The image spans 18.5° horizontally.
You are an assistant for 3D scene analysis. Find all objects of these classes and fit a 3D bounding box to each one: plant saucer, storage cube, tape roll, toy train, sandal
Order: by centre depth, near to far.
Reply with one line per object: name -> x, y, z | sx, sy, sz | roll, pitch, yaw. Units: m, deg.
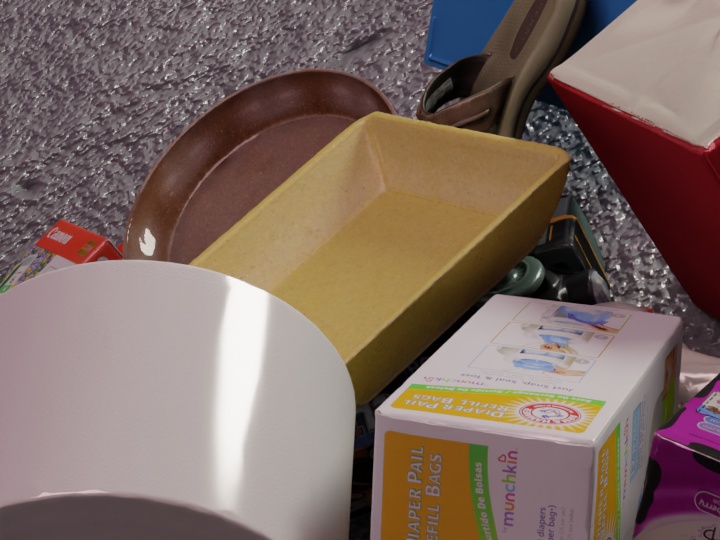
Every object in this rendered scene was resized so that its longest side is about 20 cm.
tape roll -> -0.104, 0.112, 1.030 | 0.202, 0.203, 0.139 | -18, 43, 20
storage cube -> 0.240, -0.071, 1.170 | 0.171, 0.180, 0.200 | -40, 27, -6
plant saucer -> 0.000, 0.000, 1.211 | 0.200, 0.049, 0.200 | -42, 29, -20
sandal -> 0.065, -0.100, 1.303 | 0.202, 0.057, 0.080 | -64, 29, 5
toy train -> 0.057, 0.025, 1.309 | 0.199, 0.085, 0.114 | -18, 29, 23
plant saucer -> -0.056, -0.037, 1.374 | 0.200, 0.035, 0.201 | -18, 49, 22

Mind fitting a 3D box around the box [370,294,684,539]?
box -> 0.082, 0.094, 1.042 | 0.101, 0.113, 0.200 | 7, 16, 18

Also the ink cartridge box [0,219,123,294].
ink cartridge box -> -0.197, 0.010, 1.494 | 0.200, 0.050, 0.109 | -46, 23, -12

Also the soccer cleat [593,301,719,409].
soccer cleat -> 0.176, 0.072, 1.164 | 0.077, 0.070, 0.200 | -10, 26, -38

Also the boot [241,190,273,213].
boot -> -0.064, 0.055, 1.370 | 0.186, 0.064, 0.200 | -37, 35, 18

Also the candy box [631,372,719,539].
candy box -> 0.225, 0.086, 0.997 | 0.136, 0.061, 0.200 | 21, 28, 24

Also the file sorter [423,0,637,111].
file sorter -> 0.157, -0.174, 1.368 | 0.200, 0.122, 0.139 | 24, 110, 45

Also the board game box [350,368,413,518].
board game box -> -0.037, 0.118, 1.237 | 0.199, 0.135, 0.035 | -23, 70, 15
